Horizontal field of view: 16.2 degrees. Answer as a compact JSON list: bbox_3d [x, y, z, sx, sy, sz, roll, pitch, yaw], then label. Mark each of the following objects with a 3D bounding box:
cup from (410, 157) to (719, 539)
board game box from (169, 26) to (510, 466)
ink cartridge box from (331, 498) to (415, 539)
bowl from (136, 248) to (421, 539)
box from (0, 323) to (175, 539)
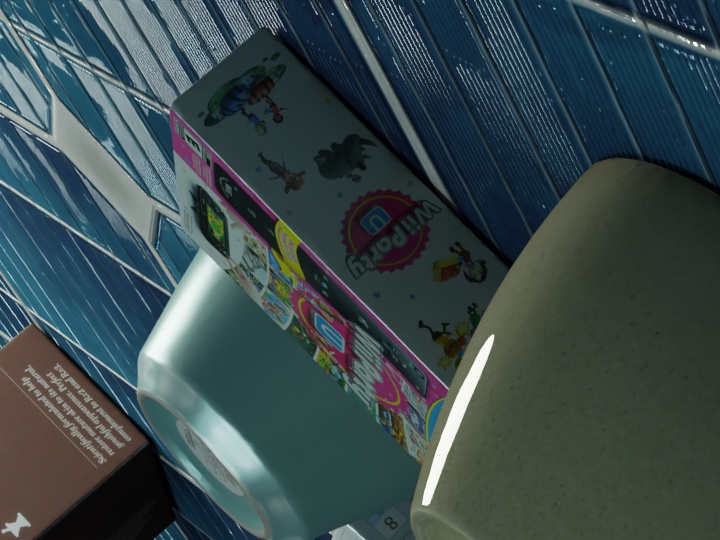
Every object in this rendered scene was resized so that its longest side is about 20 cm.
[{"bbox_3d":[0.103,0.079,0.944,0.200,0.143,0.200,45,165,16],"label":"cup"},{"bbox_3d":[0.000,0.000,1.193,0.200,0.064,0.148,44,165,14],"label":"board game box"},{"bbox_3d":[0.066,0.224,1.612,0.200,0.047,0.160,41,164,8],"label":"ink cartridge box"},{"bbox_3d":[-0.053,0.079,1.455,0.201,0.105,0.201,44,163,16],"label":"bowl"},{"bbox_3d":[-0.287,0.189,2.267,0.166,0.164,0.200,44,164,20],"label":"box"}]
